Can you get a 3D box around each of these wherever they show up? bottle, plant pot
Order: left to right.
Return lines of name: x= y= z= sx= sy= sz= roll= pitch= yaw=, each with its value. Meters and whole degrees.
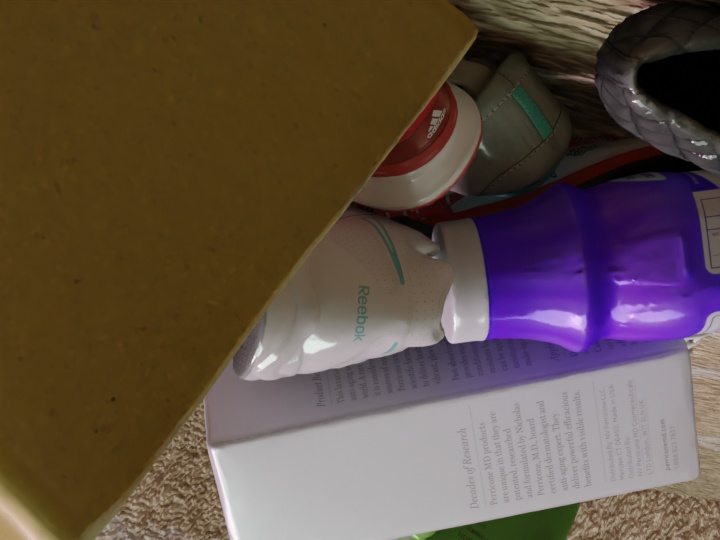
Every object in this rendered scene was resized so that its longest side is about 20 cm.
plant pot: x=-0.127 y=-0.053 z=0.661 sx=0.200 sy=0.196 sz=0.194 roll=42 pitch=159 yaw=-16
bottle: x=0.128 y=-0.007 z=0.874 sx=0.198 sy=0.066 sz=0.084 roll=-7 pitch=180 yaw=-5

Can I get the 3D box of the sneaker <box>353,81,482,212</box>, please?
sneaker: x=-0.055 y=-0.092 z=0.843 sx=0.199 sy=0.079 sz=0.116 roll=11 pitch=154 yaw=32

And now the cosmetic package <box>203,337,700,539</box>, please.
cosmetic package: x=0.035 y=0.052 z=0.963 sx=0.198 sy=0.072 sz=0.102 roll=-10 pitch=-147 yaw=0

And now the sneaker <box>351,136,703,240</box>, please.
sneaker: x=0.084 y=-0.040 z=0.961 sx=0.200 sy=0.068 sz=0.108 roll=-15 pitch=-145 yaw=-1

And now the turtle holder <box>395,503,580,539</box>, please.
turtle holder: x=0.044 y=0.123 z=1.230 sx=0.140 sy=0.187 sz=0.131 roll=4 pitch=-178 yaw=-37

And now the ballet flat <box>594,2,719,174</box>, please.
ballet flat: x=0.173 y=-0.039 z=0.755 sx=0.198 sy=0.067 sz=0.057 roll=15 pitch=-161 yaw=0

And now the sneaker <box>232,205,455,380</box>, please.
sneaker: x=-0.013 y=0.007 z=0.866 sx=0.080 sy=0.071 sz=0.200 roll=2 pitch=-171 yaw=-8

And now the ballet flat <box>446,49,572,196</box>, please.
ballet flat: x=-0.001 y=-0.069 z=0.928 sx=0.199 sy=0.068 sz=0.064 roll=4 pitch=142 yaw=43

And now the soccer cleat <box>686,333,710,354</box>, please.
soccer cleat: x=0.156 y=0.016 z=1.148 sx=0.068 sy=0.086 sz=0.200 roll=15 pitch=173 yaw=-17
